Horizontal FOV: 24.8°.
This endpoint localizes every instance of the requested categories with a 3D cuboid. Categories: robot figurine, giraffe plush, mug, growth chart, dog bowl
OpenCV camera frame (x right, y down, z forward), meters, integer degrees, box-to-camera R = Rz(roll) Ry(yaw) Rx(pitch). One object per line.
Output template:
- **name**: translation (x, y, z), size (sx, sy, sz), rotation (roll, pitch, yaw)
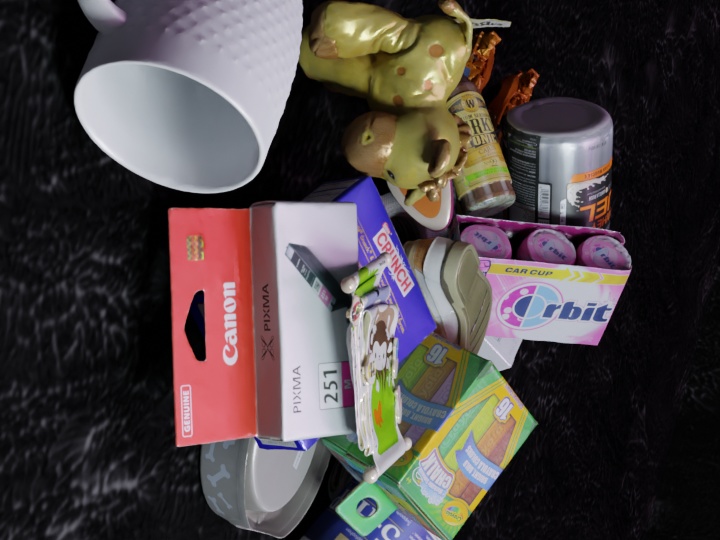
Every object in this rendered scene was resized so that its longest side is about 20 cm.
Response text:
- **robot figurine**: translation (0.136, -0.172, 1.870), size (0.145, 0.058, 0.201), rotation (38, 51, -23)
- **giraffe plush**: translation (0.039, -0.147, 1.503), size (0.172, 0.198, 0.164), rotation (30, 60, -69)
- **mug**: translation (-0.133, -0.187, 1.213), size (0.200, 0.147, 0.176), rotation (40, 52, -31)
- **growth chart**: translation (0.015, 0.083, 1.427), size (0.145, 0.018, 0.202), rotation (-45, 132, -67)
- **dog bowl**: translation (-0.088, 0.158, 1.581), size (0.200, 0.058, 0.202), rotation (-45, 142, -51)

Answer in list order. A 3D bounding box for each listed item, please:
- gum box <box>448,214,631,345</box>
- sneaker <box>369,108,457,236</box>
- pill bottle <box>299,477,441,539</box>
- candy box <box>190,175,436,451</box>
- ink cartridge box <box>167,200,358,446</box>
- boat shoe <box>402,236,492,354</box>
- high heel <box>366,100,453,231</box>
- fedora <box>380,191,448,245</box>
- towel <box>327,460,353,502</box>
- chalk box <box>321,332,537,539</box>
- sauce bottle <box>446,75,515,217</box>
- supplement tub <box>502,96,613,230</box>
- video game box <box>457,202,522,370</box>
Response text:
- **gum box**: translation (0.185, 0.012, 1.753), size (0.066, 0.198, 0.114), rotation (-99, -160, -45)
- **sneaker**: translation (0.049, -0.108, 1.743), size (0.076, 0.075, 0.202), rotation (-20, 106, -35)
- **pill bottle**: translation (0.001, 0.301, 1.740), size (0.200, 0.119, 0.120), rotation (-49, 150, -13)
- **candy box**: translation (-0.041, 0.037, 1.480), size (0.200, 0.077, 0.170), rotation (-39, 115, -34)
- **ink cartridge box**: translation (-0.076, 0.043, 1.371), size (0.173, 0.043, 0.202), rotation (-2, 91, -42)
- **boat shoe**: translation (0.087, 0.026, 1.659), size (0.201, 0.068, 0.075), rotation (74, 37, -55)
- **high heel**: translation (0.049, -0.130, 1.641), size (0.201, 0.067, 0.096), rotation (62, 12, 9)
- **fedora**: translation (0.000, 0.000, 1.660), size (0.200, 0.090, 0.178), rotation (-29, 126, -50)
- **towel**: translation (0.027, 0.228, 1.906), size (0.172, 0.048, 0.200), rotation (-64, 154, -23)
- **chalk box**: translation (0.056, 0.178, 1.633), size (0.201, 0.123, 0.125), rotation (-53, 135, -13)
- **sauce bottle**: translation (0.109, -0.158, 1.768), size (0.065, 0.064, 0.202), rotation (12, 57, -67)
- **supplement tub**: translation (0.218, -0.080, 1.821), size (0.123, 0.122, 0.202), rotation (-45, 139, -52)
- **video game box**: translation (0.128, -0.015, 1.873), size (0.200, 0.047, 0.183), rotation (47, 50, -20)
